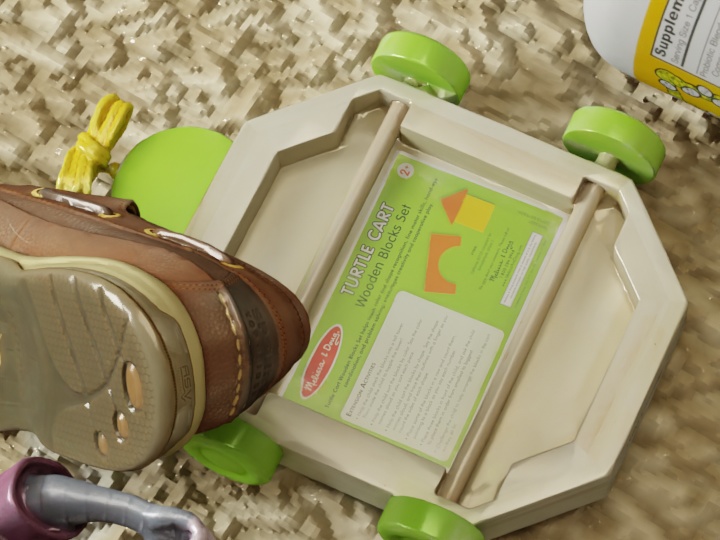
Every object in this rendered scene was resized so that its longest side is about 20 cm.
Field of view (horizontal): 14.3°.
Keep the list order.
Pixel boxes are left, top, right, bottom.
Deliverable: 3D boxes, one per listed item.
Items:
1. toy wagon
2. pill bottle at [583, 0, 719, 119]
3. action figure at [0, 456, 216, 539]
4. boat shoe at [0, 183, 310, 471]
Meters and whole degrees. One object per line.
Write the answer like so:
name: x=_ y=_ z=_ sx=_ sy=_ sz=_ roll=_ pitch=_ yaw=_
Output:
toy wagon: x=0.000 y=0.000 z=0.912 sx=0.200 sy=0.040 sz=0.155 roll=23 pitch=70 yaw=12
pill bottle: x=0.142 y=-0.091 z=0.908 sx=0.200 sy=0.104 sz=0.104 roll=27 pitch=71 yaw=13
action figure: x=-0.123 y=0.114 z=0.796 sx=0.149 sy=0.200 sz=0.134 roll=17 pitch=93 yaw=-14
boat shoe: x=-0.093 y=0.010 z=0.867 sx=0.068 sy=0.072 sz=0.200 roll=-17 pitch=21 yaw=-37
